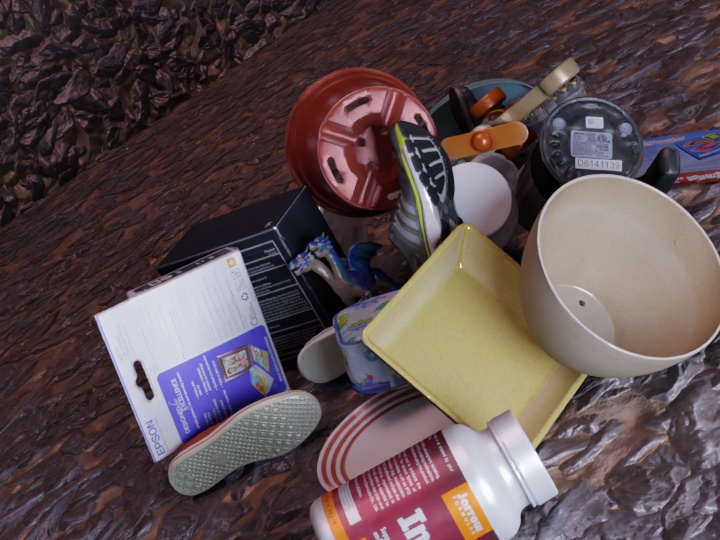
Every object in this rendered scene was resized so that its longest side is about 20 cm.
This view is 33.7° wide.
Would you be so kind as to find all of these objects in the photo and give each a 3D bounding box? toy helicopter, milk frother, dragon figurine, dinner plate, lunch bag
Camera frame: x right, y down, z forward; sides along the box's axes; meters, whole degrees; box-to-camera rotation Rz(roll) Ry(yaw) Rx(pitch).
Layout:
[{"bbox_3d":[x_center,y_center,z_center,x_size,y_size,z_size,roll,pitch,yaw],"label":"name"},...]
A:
[{"bbox_3d":[0.173,-0.178,1.341,0.132,0.079,0.200,-37,-1,-35],"label":"toy helicopter"},{"bbox_3d":[0.263,-0.066,1.377,0.188,0.180,0.200,100,-169,-74],"label":"milk frother"},{"bbox_3d":[0.000,0.000,1.486,0.200,0.100,0.059,-7,-21,-48],"label":"dragon figurine"},{"bbox_3d":[0.047,0.177,1.253,0.200,0.024,0.200,-26,23,12],"label":"dinner plate"},{"bbox_3d":[0.073,0.063,1.343,0.200,0.083,0.161,-19,16,-2],"label":"lunch bag"}]

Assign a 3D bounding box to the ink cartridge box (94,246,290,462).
[{"bbox_3d":[-0.204,0.100,1.440,0.200,0.198,0.043,-26,15,-28],"label":"ink cartridge box"}]

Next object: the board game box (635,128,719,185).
[{"bbox_3d":[0.408,-0.141,1.489,0.200,0.019,0.103,-2,36,49],"label":"board game box"}]

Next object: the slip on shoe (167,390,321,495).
[{"bbox_3d":[-0.136,0.193,1.388,0.200,0.074,0.061,-30,18,12],"label":"slip on shoe"}]

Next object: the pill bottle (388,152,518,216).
[{"bbox_3d":[0.123,-0.108,1.650,0.113,0.113,0.200,-40,24,-24],"label":"pill bottle"}]

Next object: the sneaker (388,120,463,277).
[{"bbox_3d":[0.061,-0.067,1.308,0.081,0.200,0.074,-20,-10,38],"label":"sneaker"}]

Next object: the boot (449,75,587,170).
[{"bbox_3d":[0.234,-0.219,1.652,0.174,0.200,0.069,-37,27,2],"label":"boot"}]

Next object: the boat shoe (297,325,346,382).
[{"bbox_3d":[0.012,0.072,1.456,0.201,0.070,0.072,-26,10,-5],"label":"boat shoe"}]

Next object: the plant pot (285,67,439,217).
[{"bbox_3d":[0.010,-0.156,1.495,0.201,0.201,0.195,-31,11,-2],"label":"plant pot"}]

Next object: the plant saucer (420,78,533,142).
[{"bbox_3d":[0.173,-0.215,1.732,0.200,0.200,0.027,-25,58,13],"label":"plant saucer"}]

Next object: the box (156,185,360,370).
[{"bbox_3d":[-0.122,0.020,1.566,0.200,0.199,0.123,-16,26,29],"label":"box"}]

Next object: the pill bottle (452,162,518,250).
[{"bbox_3d":[0.128,-0.062,1.432,0.120,0.120,0.200,-32,-8,-4],"label":"pill bottle"}]

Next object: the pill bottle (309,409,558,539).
[{"bbox_3d":[0.066,0.207,1.044,0.200,0.113,0.113,-30,22,2],"label":"pill bottle"}]

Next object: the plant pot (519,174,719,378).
[{"bbox_3d":[0.236,0.025,1.165,0.200,0.200,0.134,-46,-6,-35],"label":"plant pot"}]

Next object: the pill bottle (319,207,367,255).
[{"bbox_3d":[-0.095,-0.048,1.791,0.200,0.112,0.112,-8,31,44],"label":"pill bottle"}]

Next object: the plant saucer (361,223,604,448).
[{"bbox_3d":[0.122,0.079,1.201,0.200,0.200,0.048,-46,-6,-35],"label":"plant saucer"}]
